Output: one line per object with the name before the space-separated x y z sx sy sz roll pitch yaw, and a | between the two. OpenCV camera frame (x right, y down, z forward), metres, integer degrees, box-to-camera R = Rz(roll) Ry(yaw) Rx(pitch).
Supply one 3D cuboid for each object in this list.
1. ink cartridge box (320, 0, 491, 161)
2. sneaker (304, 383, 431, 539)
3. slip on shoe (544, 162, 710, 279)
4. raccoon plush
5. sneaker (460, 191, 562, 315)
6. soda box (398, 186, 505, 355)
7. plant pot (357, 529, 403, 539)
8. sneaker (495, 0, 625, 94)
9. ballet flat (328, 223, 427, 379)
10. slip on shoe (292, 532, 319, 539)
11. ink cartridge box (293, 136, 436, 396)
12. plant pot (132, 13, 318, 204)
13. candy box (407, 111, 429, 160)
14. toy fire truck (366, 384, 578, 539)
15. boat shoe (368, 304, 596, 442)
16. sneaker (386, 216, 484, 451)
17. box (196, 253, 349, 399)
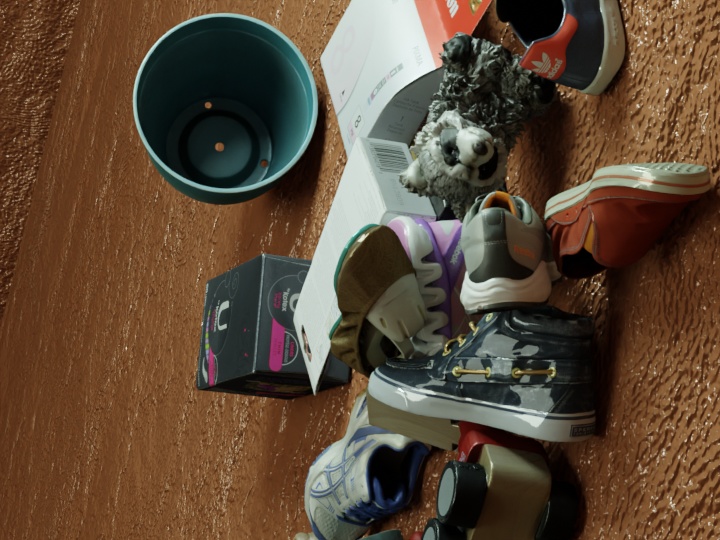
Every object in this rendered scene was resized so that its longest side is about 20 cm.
ink cartridge box | 0.035 -0.208 1.573 0.163 0.057 0.201 -104 32 -46
sneaker | 0.004 0.188 1.596 0.088 0.075 0.201 -106 30 -48
slip on shoe | 0.179 -0.034 1.217 0.200 0.074 0.062 148 119 -71
raccoon plush | 0.090 -0.101 1.439 0.135 0.096 0.200 -64 -9 -3
sneaker | 0.109 -0.022 1.318 0.200 0.073 0.080 -57 -40 -80
soda box | 0.058 -0.010 1.544 0.200 0.063 0.071 118 152 -44
plant pot | -0.032 0.319 1.519 0.135 0.199 0.200 66 151 12
sneaker | 0.141 -0.223 1.369 0.075 0.084 0.201 119 152 -45
ballet flat | 0.016 0.035 1.401 0.072 0.068 0.200 47 156 16
slip on shoe | -0.063 0.304 1.754 0.200 0.060 0.076 130 143 -55
ink cartridge box | 0.000 0.000 1.536 0.109 0.050 0.201 -109 32 -50
plant pot | -0.153 -0.159 2.025 0.188 0.199 0.201 115 159 -76
candy box | 0.041 -0.108 1.638 0.116 0.055 0.201 120 152 -43
toy fire truck | 0.066 0.182 1.380 0.200 0.128 0.177 -105 28 -65
boat shoe | 0.091 0.064 1.333 0.199 0.071 0.092 8 97 40
sneaker | 0.081 0.046 1.447 0.080 0.088 0.201 -148 46 -66
box | -0.089 0.062 1.856 0.200 0.105 0.123 157 119 -66
